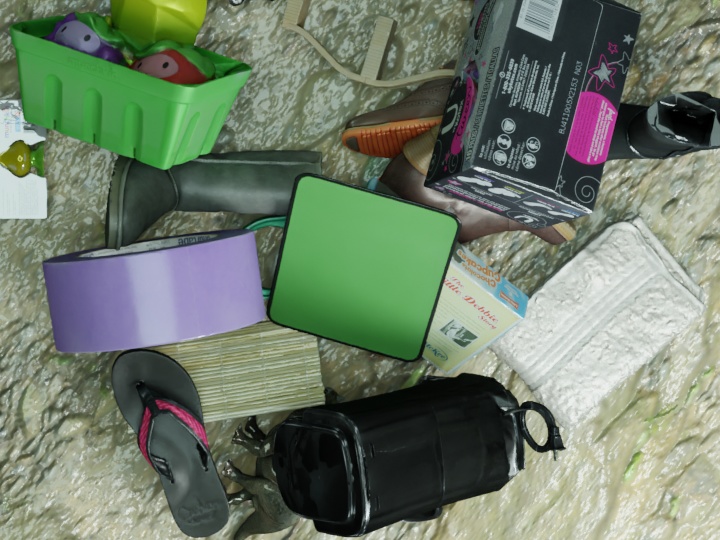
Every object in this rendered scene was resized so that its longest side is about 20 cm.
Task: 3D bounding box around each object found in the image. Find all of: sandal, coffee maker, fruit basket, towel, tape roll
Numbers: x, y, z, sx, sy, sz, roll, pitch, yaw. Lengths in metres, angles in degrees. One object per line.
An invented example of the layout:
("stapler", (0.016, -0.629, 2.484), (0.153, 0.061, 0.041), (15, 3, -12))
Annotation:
("sandal", (-0.177, 0.166, 1.694), (0.075, 0.045, 0.201), (-22, 100, 0))
("coffee maker", (0.046, 0.162, 1.649), (0.199, 0.192, 0.135), (-12, 75, -41))
("fruit basket", (-0.205, -0.219, 1.643), (0.215, 0.155, 0.217), (6, 106, 23))
("towel", (0.237, 0.050, 1.765), (0.200, 0.034, 0.133), (-42, 95, 1))
("tape roll", (-0.192, 0.017, 1.653), (0.199, 0.200, 0.085), (-8, 95, -3))

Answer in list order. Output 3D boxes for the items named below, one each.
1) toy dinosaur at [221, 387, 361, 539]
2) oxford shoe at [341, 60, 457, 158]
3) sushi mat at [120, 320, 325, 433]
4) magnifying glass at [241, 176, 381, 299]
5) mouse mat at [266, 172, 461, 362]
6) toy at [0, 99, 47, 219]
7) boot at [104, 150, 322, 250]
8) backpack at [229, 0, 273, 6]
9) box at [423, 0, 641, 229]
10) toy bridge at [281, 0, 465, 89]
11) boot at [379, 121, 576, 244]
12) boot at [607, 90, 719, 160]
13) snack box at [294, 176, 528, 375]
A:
("toy dinosaur", (-0.081, 0.203, 1.738), (0.102, 0.077, 0.201), (21, 89, 8))
("oxford shoe", (0.077, -0.160, 1.731), (0.199, 0.071, 0.073), (-11, 69, -1))
("sushi mat", (-0.137, 0.101, 1.738), (0.199, 0.012, 0.096), (-8, 71, -3))
("magnifying glass", (-0.040, -0.041, 1.746), (0.200, 0.022, 0.080), (-31, 99, -3))
("mouse mat", (0.000, 0.000, 1.677), (0.160, 0.008, 0.200), (16, 131, 1))
("toy", (-0.402, -0.107, 1.706), (0.199, 0.047, 0.116), (0, 92, -7))
("boot", (-0.134, -0.068, 1.672), (0.199, 0.182, 0.073), (11, 126, -3))
("backpack", (-0.056, -0.355, 1.667), (0.199, 0.127, 0.168), (-17, 92, -5))
("box", (0.155, -0.156, 1.626), (0.132, 0.115, 0.201), (20, 76, -17))
("toy bridge", (0.018, -0.211, 1.705), (0.199, 0.027, 0.068), (18, 91, 11))
("boot", (0.095, -0.049, 1.738), (0.200, 0.072, 0.166), (35, 114, -27))
("boot", (0.261, -0.132, 1.667), (0.164, 0.200, 0.066), (-5, 95, -3))
("snack box", (0.050, 0.008, 1.701), (0.200, 0.037, 0.116), (37, 129, -17))
